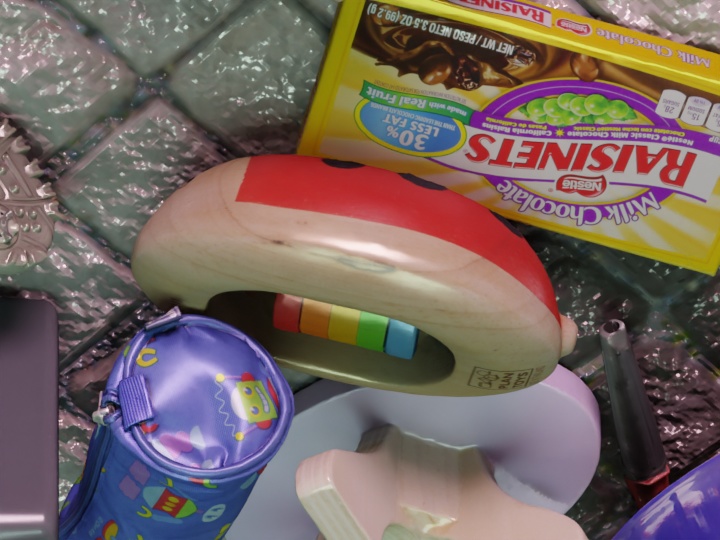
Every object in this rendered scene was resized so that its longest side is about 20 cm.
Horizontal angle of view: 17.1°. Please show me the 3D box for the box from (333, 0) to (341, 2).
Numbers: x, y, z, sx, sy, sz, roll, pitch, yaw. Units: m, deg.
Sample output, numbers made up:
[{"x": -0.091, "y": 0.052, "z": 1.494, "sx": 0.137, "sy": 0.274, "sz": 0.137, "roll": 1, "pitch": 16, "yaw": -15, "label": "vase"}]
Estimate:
[{"x": -0.037, "y": -0.212, "z": 0.915, "sx": 0.095, "sy": 0.078, "sz": 0.200, "roll": -33, "pitch": 118, "yaw": 27, "label": "box"}]

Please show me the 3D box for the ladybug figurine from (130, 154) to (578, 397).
[{"x": 0.000, "y": 0.000, "z": 1.059, "sx": 0.198, "sy": 0.072, "sz": 0.136, "roll": 14, "pitch": 157, "yaw": 0, "label": "ladybug figurine"}]

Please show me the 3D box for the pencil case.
[{"x": -0.092, "y": 0.092, "z": 1.104, "sx": 0.086, "sy": 0.079, "sz": 0.200, "roll": 1, "pitch": 154, "yaw": -15, "label": "pencil case"}]

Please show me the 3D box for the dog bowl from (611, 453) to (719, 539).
[{"x": 0.207, "y": 0.151, "z": 1.111, "sx": 0.198, "sy": 0.079, "sz": 0.201, "roll": -17, "pitch": 146, "yaw": -12, "label": "dog bowl"}]

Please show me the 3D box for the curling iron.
[{"x": 0.135, "y": 0.105, "z": 1.158, "sx": 0.025, "sy": 0.050, "sz": 0.201, "roll": 14, "pitch": 133, "yaw": 29, "label": "curling iron"}]

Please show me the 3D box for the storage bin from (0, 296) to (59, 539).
[{"x": -0.205, "y": 0.099, "z": 1.101, "sx": 0.133, "sy": 0.201, "sz": 0.146, "roll": 1, "pitch": 128, "yaw": -7, "label": "storage bin"}]

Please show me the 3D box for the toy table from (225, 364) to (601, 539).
[{"x": 0.021, "y": 0.128, "z": 1.141, "sx": 0.199, "sy": 0.118, "sz": 0.184, "roll": -32, "pitch": 118, "yaw": 24, "label": "toy table"}]

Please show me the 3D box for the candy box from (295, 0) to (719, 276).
[{"x": 0.079, "y": -0.066, "z": 1.046, "sx": 0.198, "sy": 0.027, "sz": 0.103, "roll": 15, "pitch": 130, "yaw": -5, "label": "candy box"}]

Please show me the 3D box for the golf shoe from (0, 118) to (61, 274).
[{"x": -0.231, "y": -0.050, "z": 1.073, "sx": 0.199, "sy": 0.079, "sz": 0.097, "roll": 30, "pitch": 141, "yaw": -9, "label": "golf shoe"}]
